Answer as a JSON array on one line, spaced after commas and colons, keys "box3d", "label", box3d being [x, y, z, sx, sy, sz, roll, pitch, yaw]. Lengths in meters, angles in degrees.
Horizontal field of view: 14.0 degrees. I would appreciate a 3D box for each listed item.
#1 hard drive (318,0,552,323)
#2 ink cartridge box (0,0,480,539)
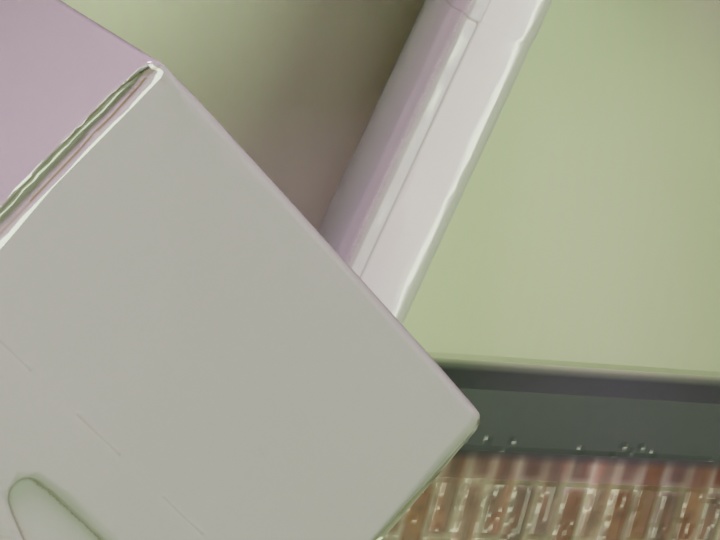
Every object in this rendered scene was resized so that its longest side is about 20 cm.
[{"box3d": [0.000, 0.000, 0.843, 0.026, 0.132, 0.201, 25, 97, -4], "label": "hard drive"}, {"box3d": [-0.099, 0.014, 0.740, 0.145, 0.200, 0.145, -47, 126, -6], "label": "ink cartridge box"}]
